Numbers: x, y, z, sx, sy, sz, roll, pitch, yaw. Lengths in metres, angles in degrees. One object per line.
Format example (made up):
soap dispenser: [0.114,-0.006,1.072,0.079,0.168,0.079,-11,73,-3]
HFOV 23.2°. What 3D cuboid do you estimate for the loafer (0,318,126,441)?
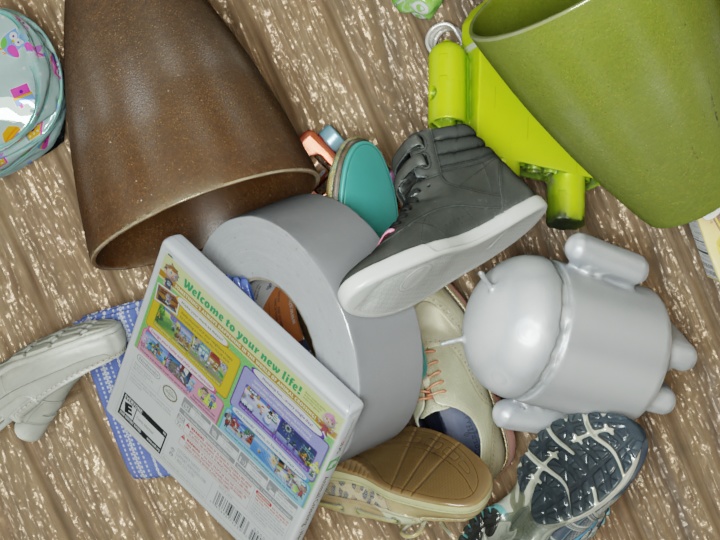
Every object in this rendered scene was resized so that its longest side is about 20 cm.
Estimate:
loafer: [-0.264,0.099,1.391,0.199,0.070,0.070,-26,97,20]

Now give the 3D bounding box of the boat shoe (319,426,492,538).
boat shoe: [0.020,0.165,1.379,0.198,0.073,0.063,12,131,36]

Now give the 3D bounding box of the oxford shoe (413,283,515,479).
oxford shoe: [0.065,0.081,1.397,0.070,0.074,0.201,-26,94,24]

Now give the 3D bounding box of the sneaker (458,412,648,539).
sneaker: [0.161,0.182,1.392,0.200,0.086,0.078,-47,55,30]

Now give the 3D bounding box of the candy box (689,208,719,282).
candy box: [0.303,-0.105,1.404,0.114,0.055,0.202,-21,94,3]

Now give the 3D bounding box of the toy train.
toy train: [0.031,-0.099,1.398,0.200,0.056,0.151,-40,95,2]

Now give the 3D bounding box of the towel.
towel: [-0.136,0.086,1.368,0.199,0.024,0.146,-14,98,43]

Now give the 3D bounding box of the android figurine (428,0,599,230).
android figurine: [0.135,-0.136,1.372,0.180,0.041,0.202,8,72,-25]

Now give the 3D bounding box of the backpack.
backpack: [-0.324,-0.125,1.352,0.198,0.127,0.169,-14,92,-3]

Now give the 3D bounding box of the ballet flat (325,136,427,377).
ballet flat: [0.000,0.000,1.359,0.070,0.071,0.202,-13,90,0]

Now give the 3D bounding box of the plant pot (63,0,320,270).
plant pot: [-0.151,-0.129,1.341,0.185,0.187,0.202,-21,81,0]

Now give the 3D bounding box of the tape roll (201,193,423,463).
tape roll: [-0.042,0.047,1.327,0.066,0.199,0.203,-19,96,-37]

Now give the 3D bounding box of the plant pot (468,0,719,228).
plant pot: [0.208,-0.139,1.300,0.186,0.187,0.201,-32,108,1]

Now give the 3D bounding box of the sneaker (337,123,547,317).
sneaker: [0.037,-0.039,1.255,0.199,0.071,0.099,-27,71,-38]

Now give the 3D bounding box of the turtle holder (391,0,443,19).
turtle holder: [0.082,-0.283,1.341,0.131,0.141,0.186,41,92,-5]

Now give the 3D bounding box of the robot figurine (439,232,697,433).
robot figurine: [0.163,0.055,1.370,0.198,0.113,0.171,16,106,-22]

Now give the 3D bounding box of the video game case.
video game case: [-0.099,0.102,1.312,0.200,0.022,0.183,41,130,22]
